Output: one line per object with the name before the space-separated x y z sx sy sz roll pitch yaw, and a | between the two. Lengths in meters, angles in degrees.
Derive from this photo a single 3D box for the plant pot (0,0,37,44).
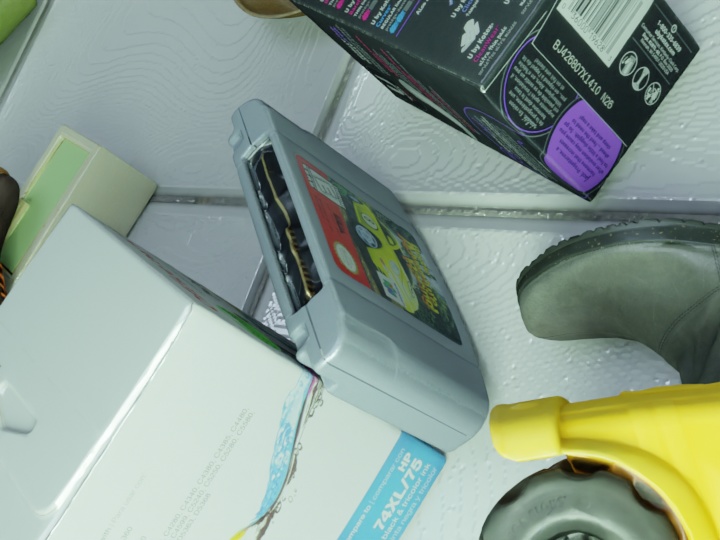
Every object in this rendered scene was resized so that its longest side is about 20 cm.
plant pot | -0.442 -0.268 1.185 0.189 0.200 0.200 -38 43 0

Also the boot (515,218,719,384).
boot | 0.153 0.045 0.516 0.199 0.067 0.132 -13 62 38

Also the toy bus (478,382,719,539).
toy bus | 0.148 0.132 0.411 0.190 0.136 0.202 -12 80 12

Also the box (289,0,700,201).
box | 0.070 -0.143 0.664 0.107 0.122 0.200 -54 42 1

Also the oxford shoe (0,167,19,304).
oxford shoe | -0.281 0.017 0.848 0.072 0.071 0.202 12 66 5

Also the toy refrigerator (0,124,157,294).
toy refrigerator | -0.253 -0.009 0.914 0.076 0.070 0.201 28 86 47

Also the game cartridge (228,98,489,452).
game cartridge | 0.000 0.000 0.628 0.041 0.133 0.201 -38 44 17

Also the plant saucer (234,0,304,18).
plant saucer | -0.018 -0.269 0.890 0.199 0.035 0.202 -22 51 30

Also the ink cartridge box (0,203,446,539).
ink cartridge box | -0.090 0.092 0.602 0.146 0.200 0.147 31 87 47
